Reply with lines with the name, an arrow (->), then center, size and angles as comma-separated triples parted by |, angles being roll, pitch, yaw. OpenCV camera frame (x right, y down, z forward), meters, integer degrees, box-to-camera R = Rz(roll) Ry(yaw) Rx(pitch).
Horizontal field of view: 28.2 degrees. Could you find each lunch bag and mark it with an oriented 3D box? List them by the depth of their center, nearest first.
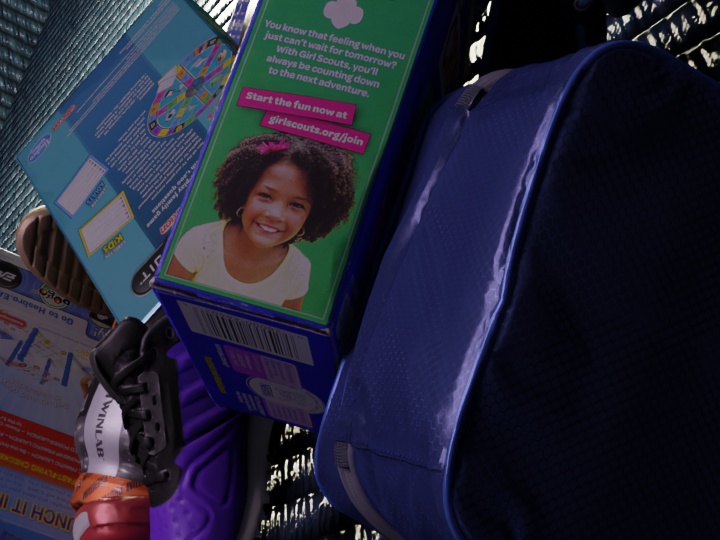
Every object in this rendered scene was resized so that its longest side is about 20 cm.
lunch bag -> 0.074, 0.016, 0.511 | 0.132, 0.135, 0.201 | -6, 61, 65

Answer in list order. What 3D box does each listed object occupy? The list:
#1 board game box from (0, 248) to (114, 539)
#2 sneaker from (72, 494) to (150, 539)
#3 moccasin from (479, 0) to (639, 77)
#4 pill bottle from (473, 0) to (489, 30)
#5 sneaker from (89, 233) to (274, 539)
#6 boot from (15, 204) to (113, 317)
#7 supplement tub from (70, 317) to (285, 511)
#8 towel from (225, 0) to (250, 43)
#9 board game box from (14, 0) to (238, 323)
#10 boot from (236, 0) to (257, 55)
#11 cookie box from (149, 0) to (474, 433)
board game box -> -0.194, 0.103, 0.953 | 0.056, 0.199, 0.197 | -48, 25, 43
sneaker -> -0.118, 0.211, 0.792 | 0.200, 0.078, 0.116 | 89, 177, -55
moccasin -> 0.097, -0.139, 0.608 | 0.200, 0.068, 0.081 | 91, -162, -59
pill bottle -> 0.014, -0.161, 0.883 | 0.201, 0.111, 0.112 | -60, 22, 11
sneaker -> -0.094, 0.071, 0.719 | 0.069, 0.099, 0.201 | -19, 54, 59
boot -> -0.171, -0.020, 1.027 | 0.166, 0.199, 0.073 | 33, 104, 55
supplement tub -> -0.100, 0.065, 0.882 | 0.122, 0.122, 0.201 | -23, 45, 60
towel -> -0.042, -0.117, 0.987 | 0.144, 0.024, 0.201 | 8, 68, 24
board game box -> -0.109, -0.061, 0.845 | 0.151, 0.047, 0.200 | -47, 46, 7
boot -> 0.038, -0.157, 0.765 | 0.204, 0.153, 0.074 | -55, 28, 24
cookie box -> -0.010, -0.048, 0.612 | 0.171, 0.075, 0.201 | 83, -156, -70
